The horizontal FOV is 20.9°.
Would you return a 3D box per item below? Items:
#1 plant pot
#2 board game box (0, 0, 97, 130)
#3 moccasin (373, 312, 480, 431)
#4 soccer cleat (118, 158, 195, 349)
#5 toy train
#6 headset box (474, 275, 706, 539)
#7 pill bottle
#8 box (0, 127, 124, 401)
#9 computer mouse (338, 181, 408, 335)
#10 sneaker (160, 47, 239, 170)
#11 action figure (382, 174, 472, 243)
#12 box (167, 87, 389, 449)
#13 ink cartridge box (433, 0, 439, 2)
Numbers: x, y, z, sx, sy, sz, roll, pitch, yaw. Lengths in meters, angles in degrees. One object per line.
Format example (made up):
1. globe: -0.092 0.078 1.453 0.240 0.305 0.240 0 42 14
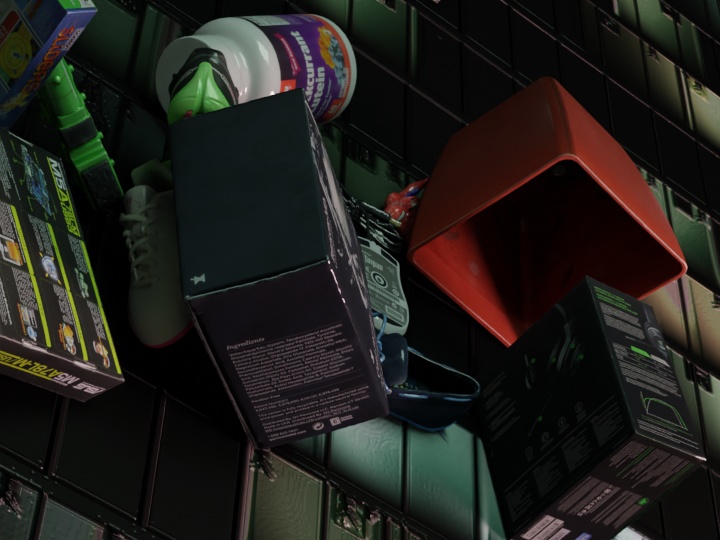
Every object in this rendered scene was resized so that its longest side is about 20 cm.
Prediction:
1. plant pot: 0.177 -0.067 1.926 0.200 0.200 0.177 40 31 -32
2. board game box: -0.299 -0.186 1.520 0.034 0.200 0.136 -15 65 -51
3. moccasin: 0.020 0.078 1.722 0.199 0.068 0.081 20 50 -35
4. soccer cleat: -0.170 -0.016 1.597 0.087 0.070 0.200 56 16 -30
5. toy train: -0.240 -0.134 1.585 0.056 0.042 0.201 52 -15 49
6. headset box: 0.201 0.131 1.786 0.092 0.174 0.201 22 37 -33
7. pill bottle: -0.100 -0.184 1.847 0.112 0.111 0.200 54 32 14
8. box: -0.261 -0.016 1.434 0.193 0.047 0.201 34 34 -65
9. computer mouse: 0.000 0.000 1.825 0.109 0.044 0.200 32 29 -25
10. sneaker: -0.132 -0.129 1.681 0.076 0.200 0.084 10 70 -8
11. action figure: 0.080 -0.064 1.993 0.200 0.052 0.066 -14 69 -53
12. box: -0.067 -0.001 1.577 0.197 0.123 0.201 67 9 -47
13. ink cartridge box: 0.142 -0.423 2.332 0.050 0.200 0.109 36 32 -15
